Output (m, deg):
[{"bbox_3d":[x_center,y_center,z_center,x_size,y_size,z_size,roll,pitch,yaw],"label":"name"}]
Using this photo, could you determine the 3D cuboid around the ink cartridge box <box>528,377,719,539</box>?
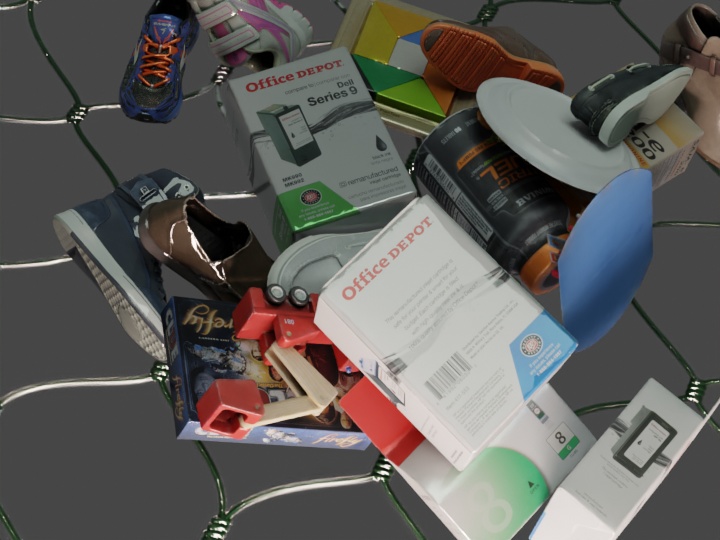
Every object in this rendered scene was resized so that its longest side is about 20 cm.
[{"bbox_3d":[0.253,0.185,1.336,0.068,0.117,0.200,38,58,15],"label":"ink cartridge box"}]

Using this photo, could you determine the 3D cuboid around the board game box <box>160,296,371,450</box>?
[{"bbox_3d":[-0.087,0.100,1.349,0.197,0.035,0.137,7,53,-29],"label":"board game box"}]

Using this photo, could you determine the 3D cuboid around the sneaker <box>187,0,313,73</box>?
[{"bbox_3d":[-0.138,-0.279,1.569,0.199,0.081,0.089,32,58,-32],"label":"sneaker"}]

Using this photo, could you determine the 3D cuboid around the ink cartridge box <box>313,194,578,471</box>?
[{"bbox_3d":[0.075,0.056,1.288,0.146,0.086,0.200,-42,78,-17],"label":"ink cartridge box"}]

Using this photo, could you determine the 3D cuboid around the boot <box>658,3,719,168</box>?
[{"bbox_3d":[0.420,-0.206,1.613,0.200,0.147,0.070,41,57,18],"label":"boot"}]

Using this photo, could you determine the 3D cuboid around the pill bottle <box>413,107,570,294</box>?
[{"bbox_3d":[0.152,-0.070,1.500,0.105,0.107,0.201,-26,64,-25],"label":"pill bottle"}]

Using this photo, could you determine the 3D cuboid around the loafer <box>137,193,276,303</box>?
[{"bbox_3d":[-0.126,-0.006,1.385,0.199,0.071,0.074,33,51,-30],"label":"loafer"}]

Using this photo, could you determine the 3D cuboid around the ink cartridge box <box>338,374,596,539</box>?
[{"bbox_3d":[0.103,0.143,1.319,0.161,0.050,0.200,-43,97,-17],"label":"ink cartridge box"}]

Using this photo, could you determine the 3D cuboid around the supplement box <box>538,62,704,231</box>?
[{"bbox_3d":[0.270,-0.135,1.584,0.199,0.074,0.126,-31,66,-27],"label":"supplement box"}]

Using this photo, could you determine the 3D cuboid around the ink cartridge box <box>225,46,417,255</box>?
[{"bbox_3d":[-0.046,-0.123,1.503,0.144,0.084,0.202,-18,65,-15],"label":"ink cartridge box"}]

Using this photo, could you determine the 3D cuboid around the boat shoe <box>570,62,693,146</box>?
[{"bbox_3d":[0.295,-0.194,1.518,0.060,0.076,0.199,39,34,19],"label":"boat shoe"}]

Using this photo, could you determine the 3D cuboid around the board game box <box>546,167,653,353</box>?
[{"bbox_3d":[0.238,-0.017,1.433,0.039,0.202,0.158,28,58,33],"label":"board game box"}]

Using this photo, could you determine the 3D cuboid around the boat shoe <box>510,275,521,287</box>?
[{"bbox_3d":[0.126,0.088,1.407,0.059,0.072,0.204,15,62,-15],"label":"boat shoe"}]

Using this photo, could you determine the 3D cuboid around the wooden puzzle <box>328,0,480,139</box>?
[{"bbox_3d":[0.055,-0.244,1.644,0.183,0.037,0.202,19,55,4],"label":"wooden puzzle"}]

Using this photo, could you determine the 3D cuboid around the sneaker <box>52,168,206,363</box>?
[{"bbox_3d":[-0.198,-0.014,1.420,0.145,0.077,0.203,-29,65,-24],"label":"sneaker"}]

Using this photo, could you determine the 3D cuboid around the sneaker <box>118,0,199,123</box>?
[{"bbox_3d":[-0.226,-0.247,1.573,0.074,0.079,0.202,8,55,-3],"label":"sneaker"}]

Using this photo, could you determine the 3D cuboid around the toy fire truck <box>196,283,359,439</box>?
[{"bbox_3d":[-0.061,0.086,1.316,0.198,0.049,0.143,6,54,-30],"label":"toy fire truck"}]

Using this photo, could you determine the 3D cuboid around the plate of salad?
[{"bbox_3d":[0.206,-0.135,1.483,0.198,0.048,0.201,21,32,-14],"label":"plate of salad"}]

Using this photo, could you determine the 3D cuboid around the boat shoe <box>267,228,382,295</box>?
[{"bbox_3d":[0.000,0.000,1.422,0.198,0.073,0.068,-7,11,-38],"label":"boat shoe"}]

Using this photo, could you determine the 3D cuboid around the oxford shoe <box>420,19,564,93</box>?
[{"bbox_3d":[0.145,-0.249,1.621,0.198,0.071,0.074,19,41,-34],"label":"oxford shoe"}]
